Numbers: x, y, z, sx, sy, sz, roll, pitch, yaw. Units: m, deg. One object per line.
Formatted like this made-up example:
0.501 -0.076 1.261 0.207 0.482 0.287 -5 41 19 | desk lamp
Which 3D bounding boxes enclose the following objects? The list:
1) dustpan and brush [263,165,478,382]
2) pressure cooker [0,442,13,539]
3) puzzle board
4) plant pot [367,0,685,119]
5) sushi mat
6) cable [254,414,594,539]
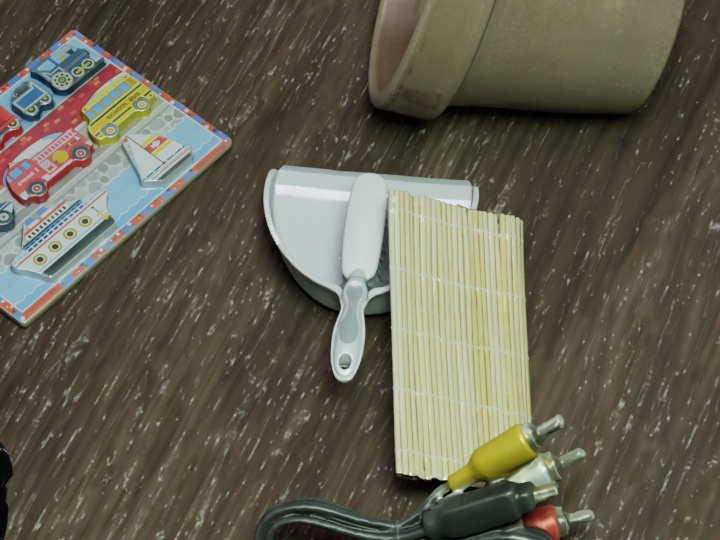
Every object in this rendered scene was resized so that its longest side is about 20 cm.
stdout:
0.000 0.000 1.735 0.139 0.057 0.201 5 54 3 | dustpan and brush
-0.319 0.139 1.559 0.199 0.179 0.176 22 48 14 | pressure cooker
-0.205 -0.066 1.815 0.150 0.017 0.200 34 60 23 | puzzle board
0.115 -0.179 1.811 0.174 0.200 0.201 17 52 -9 | plant pot
0.062 0.044 1.695 0.095 0.012 0.201 10 59 -20 | sushi mat
0.041 0.153 1.630 0.199 0.097 0.050 -15 19 12 | cable
